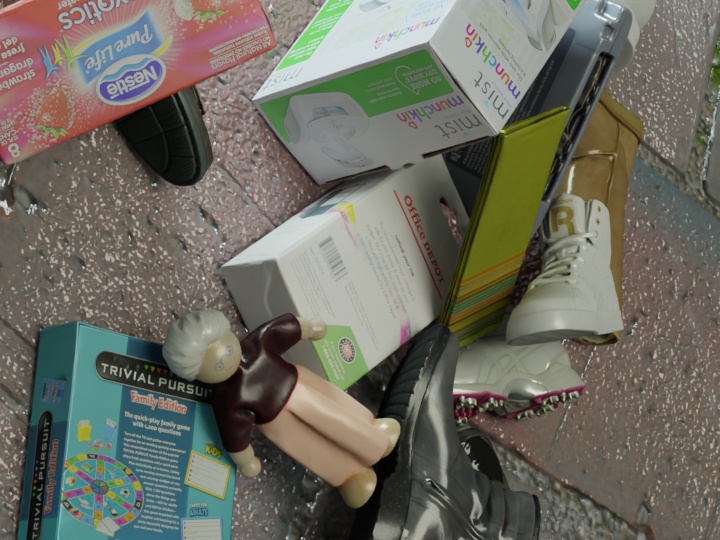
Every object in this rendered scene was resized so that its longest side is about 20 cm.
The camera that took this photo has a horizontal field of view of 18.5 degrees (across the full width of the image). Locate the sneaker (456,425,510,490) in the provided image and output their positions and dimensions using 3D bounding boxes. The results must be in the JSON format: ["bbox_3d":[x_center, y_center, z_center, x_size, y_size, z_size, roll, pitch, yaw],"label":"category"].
[{"bbox_3d":[0.115,0.217,1.731,0.079,0.095,0.201,-14,91,-42],"label":"sneaker"}]

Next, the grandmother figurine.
[{"bbox_3d":[-0.058,0.085,1.550,0.200,0.060,0.122,34,66,-35],"label":"grandmother figurine"}]

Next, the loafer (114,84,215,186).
[{"bbox_3d":[-0.155,-0.157,1.567,0.200,0.072,0.063,59,43,-15],"label":"loafer"}]

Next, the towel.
[{"bbox_3d":[0.103,-0.029,1.668,0.086,0.018,0.201,-25,140,-47],"label":"towel"}]

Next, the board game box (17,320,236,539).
[{"bbox_3d":[-0.157,0.149,1.519,0.151,0.047,0.201,17,70,-41],"label":"board game box"}]

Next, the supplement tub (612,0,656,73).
[{"bbox_3d":[0.182,-0.278,1.854,0.145,0.145,0.201,27,64,-37],"label":"supplement tub"}]

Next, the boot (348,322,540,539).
[{"bbox_3d":[0.074,0.150,1.642,0.131,0.070,0.201,21,72,-15],"label":"boot"}]

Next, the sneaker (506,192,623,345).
[{"bbox_3d":[0.153,-0.002,1.732,0.200,0.073,0.116,-3,86,-72],"label":"sneaker"}]

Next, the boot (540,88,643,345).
[{"bbox_3d":[0.173,-0.058,1.859,0.175,0.066,0.201,25,67,-37],"label":"boot"}]

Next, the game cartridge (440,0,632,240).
[{"bbox_3d":[0.120,-0.136,1.744,0.041,0.133,0.201,15,102,-54],"label":"game cartridge"}]

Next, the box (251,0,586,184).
[{"bbox_3d":[0.047,-0.168,1.668,0.097,0.200,0.177,51,53,-23],"label":"box"}]

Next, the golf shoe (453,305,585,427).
[{"bbox_3d":[0.094,0.075,1.763,0.200,0.075,0.092,0,70,-48],"label":"golf shoe"}]

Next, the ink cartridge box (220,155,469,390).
[{"bbox_3d":[0.000,0.000,1.681,0.200,0.067,0.117,-35,108,-41],"label":"ink cartridge box"}]

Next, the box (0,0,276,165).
[{"bbox_3d":[-0.168,-0.151,1.470,0.199,0.100,0.096,-25,100,-9],"label":"box"}]
